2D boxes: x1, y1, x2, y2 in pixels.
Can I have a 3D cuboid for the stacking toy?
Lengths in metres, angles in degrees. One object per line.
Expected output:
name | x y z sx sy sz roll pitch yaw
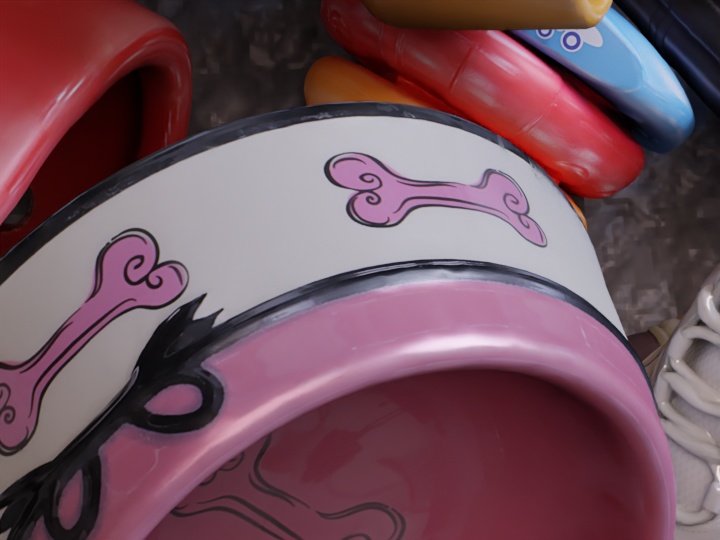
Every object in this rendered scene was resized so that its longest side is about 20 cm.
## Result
stacking toy | 0.000 0.000 0.823 0.116 0.110 0.200 34 91 4

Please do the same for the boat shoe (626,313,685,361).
boat shoe | 0.097 0.112 0.812 0.065 0.072 0.201 -13 76 -1

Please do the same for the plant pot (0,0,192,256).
plant pot | -0.167 -0.011 0.751 0.182 0.200 0.201 25 76 7

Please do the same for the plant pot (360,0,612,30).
plant pot | -0.033 -0.158 0.708 0.183 0.200 0.201 -1 76 12

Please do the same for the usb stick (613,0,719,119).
usb stick | 0.079 -0.097 0.832 0.033 0.055 0.200 -47 58 12

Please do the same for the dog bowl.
dog bowl | -0.012 0.063 0.676 0.200 0.200 0.074 -26 45 -11

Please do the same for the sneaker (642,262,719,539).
sneaker | 0.105 0.024 0.747 0.074 0.087 0.200 39 96 24
